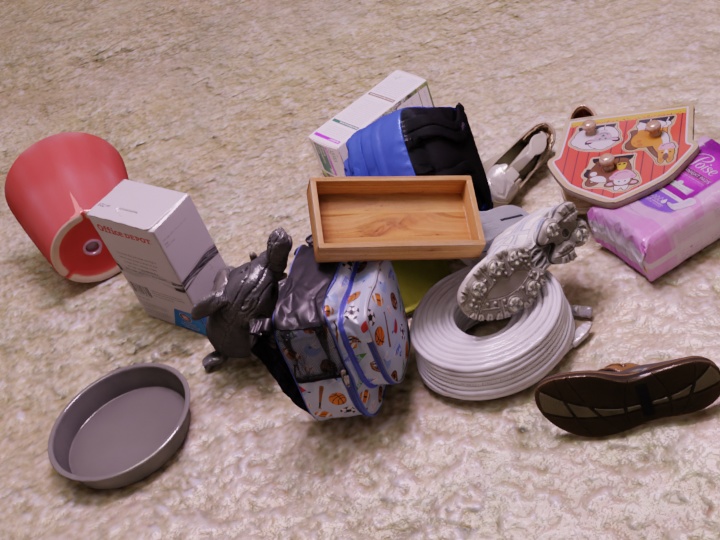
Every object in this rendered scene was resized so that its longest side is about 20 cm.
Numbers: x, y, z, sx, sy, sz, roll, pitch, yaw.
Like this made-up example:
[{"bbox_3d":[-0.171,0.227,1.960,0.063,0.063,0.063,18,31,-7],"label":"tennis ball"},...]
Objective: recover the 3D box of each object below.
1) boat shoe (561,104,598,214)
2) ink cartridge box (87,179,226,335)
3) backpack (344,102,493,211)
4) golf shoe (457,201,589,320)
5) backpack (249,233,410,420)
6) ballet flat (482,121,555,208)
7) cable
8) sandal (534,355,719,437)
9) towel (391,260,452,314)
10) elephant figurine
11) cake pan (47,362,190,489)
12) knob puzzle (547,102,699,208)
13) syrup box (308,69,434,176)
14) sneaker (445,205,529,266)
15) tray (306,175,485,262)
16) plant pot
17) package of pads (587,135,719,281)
[{"bbox_3d":[0.308,-0.158,1.590,0.073,0.069,0.201,-10,38,15],"label":"boat shoe"},{"bbox_3d":[-0.272,-0.018,1.603,0.146,0.201,0.086,15,50,39],"label":"ink cartridge box"},{"bbox_3d":[0.064,-0.120,1.507,0.167,0.164,0.200,-26,-8,26],"label":"backpack"},{"bbox_3d":[0.181,-0.008,1.371,0.199,0.079,0.097,-35,19,-23],"label":"golf shoe"},{"bbox_3d":[-0.020,0.079,1.368,0.153,0.192,0.200,1,36,20],"label":"backpack"},{"bbox_3d":[0.212,-0.143,1.612,0.069,0.070,0.200,17,52,40],"label":"ballet flat"},{"bbox_3d":[0.157,0.070,1.386,0.199,0.070,0.200,18,53,41],"label":"cable"},{"bbox_3d":[0.290,0.127,1.247,0.198,0.082,0.055,-15,21,12],"label":"sandal"},{"bbox_3d":[0.023,0.028,1.496,0.199,0.087,0.018,-23,6,-2],"label":"towel"},{"bbox_3d":[-0.149,0.041,1.467,0.140,0.157,0.200,-6,-6,-3],"label":"elephant figurine"},{"bbox_3d":[-0.307,0.204,1.485,0.199,0.037,0.201,-14,38,11],"label":"cake pan"},{"bbox_3d":[0.337,-0.154,1.483,0.218,0.031,0.220,-15,37,11],"label":"knob puzzle"},{"bbox_3d":[0.022,-0.226,1.811,0.200,0.079,0.081,-39,40,-20],"label":"syrup box"},{"bbox_3d":[0.149,-0.034,1.460,0.199,0.071,0.073,-7,41,-44],"label":"sneaker"},{"bbox_3d":[0.041,-0.061,1.352,0.198,0.037,0.099,-2,59,-12],"label":"tray"},{"bbox_3d":[-0.442,-0.089,1.802,0.199,0.201,0.178,-28,48,-8],"label":"plant pot"},{"bbox_3d":[0.401,-0.079,1.441,0.199,0.076,0.121,-31,40,-11],"label":"package of pads"}]
